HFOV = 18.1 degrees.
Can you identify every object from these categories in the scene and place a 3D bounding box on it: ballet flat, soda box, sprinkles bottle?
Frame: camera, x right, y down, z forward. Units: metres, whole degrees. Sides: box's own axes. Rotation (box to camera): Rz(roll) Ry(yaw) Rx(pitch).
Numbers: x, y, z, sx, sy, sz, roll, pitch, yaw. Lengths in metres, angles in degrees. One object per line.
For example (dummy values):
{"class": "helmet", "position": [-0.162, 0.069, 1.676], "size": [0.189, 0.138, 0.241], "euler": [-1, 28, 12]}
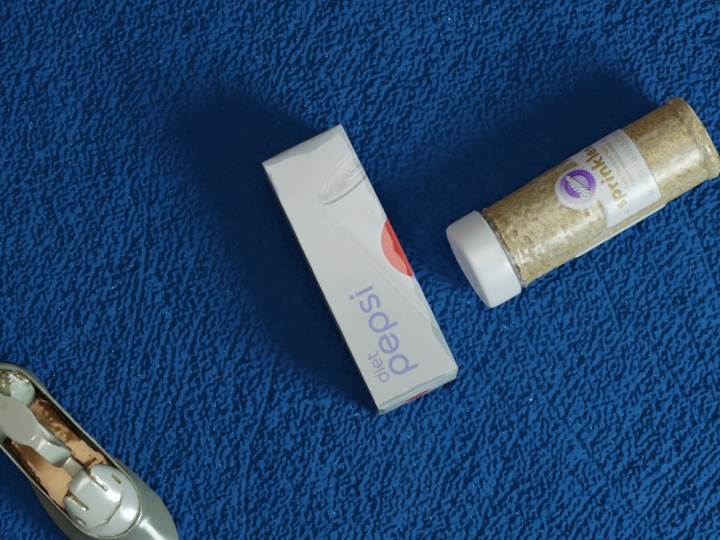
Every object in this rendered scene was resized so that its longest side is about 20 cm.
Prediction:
{"class": "ballet flat", "position": [-0.213, 0.144, 1.630], "size": [0.200, 0.064, 0.067], "euler": [45, 86, 6]}
{"class": "soda box", "position": [0.000, 0.000, 1.642], "size": [0.068, 0.063, 0.201], "euler": [-25, 82, -2]}
{"class": "sprinkles bottle", "position": [0.162, -0.050, 1.642], "size": [0.199, 0.068, 0.069], "euler": [-30, 82, -3]}
